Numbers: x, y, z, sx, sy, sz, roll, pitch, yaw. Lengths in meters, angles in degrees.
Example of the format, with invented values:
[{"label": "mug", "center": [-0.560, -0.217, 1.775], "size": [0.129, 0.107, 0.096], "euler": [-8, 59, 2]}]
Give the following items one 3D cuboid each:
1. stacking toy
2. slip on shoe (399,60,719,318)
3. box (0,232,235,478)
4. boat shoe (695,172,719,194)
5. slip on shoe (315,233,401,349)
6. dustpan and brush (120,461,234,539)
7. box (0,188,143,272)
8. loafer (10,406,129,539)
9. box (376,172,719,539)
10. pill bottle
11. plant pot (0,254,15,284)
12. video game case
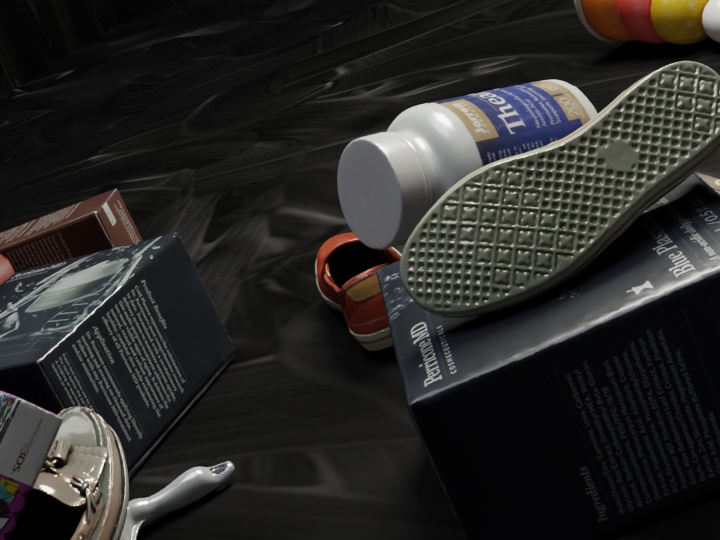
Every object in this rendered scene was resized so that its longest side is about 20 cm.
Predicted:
[{"label": "stacking toy", "center": [0.322, -0.272, 1.337], "size": [0.145, 0.147, 0.200], "euler": [-29, 39, -12]}, {"label": "slip on shoe", "center": [0.110, -0.037, 0.705], "size": [0.199, 0.074, 0.061], "euler": [-34, -13, -7]}, {"label": "box", "center": [-0.241, 0.083, 1.054], "size": [0.198, 0.125, 0.197], "euler": [-12, 22, 32]}, {"label": "boat shoe", "center": [0.209, -0.041, 0.920], "size": [0.059, 0.073, 0.200], "euler": [-24, 22, -18]}, {"label": "slip on shoe", "center": [0.000, 0.000, 1.048], "size": [0.073, 0.062, 0.200], "euler": [-27, 19, -1]}, {"label": "dustpan and brush", "center": [-0.177, 0.170, 0.879], "size": [0.199, 0.058, 0.140], "euler": [-34, 33, -6]}, {"label": "box", "center": [-0.327, -0.001, 1.392], "size": [0.198, 0.101, 0.075], "euler": [-17, 21, 19]}, {"label": "loafer", "center": [-0.186, 0.157, 0.795], "size": [0.071, 0.063, 0.202], "euler": [-7, 46, 11]}, {"label": "box", "center": [0.125, 0.042, 0.741], "size": [0.198, 0.118, 0.197], "euler": [-24, 20, 4]}, {"label": "pill bottle", "center": [0.085, -0.078, 1.017], "size": [0.198, 0.113, 0.110], "euler": [-16, 13, -33]}, {"label": "plant pot", "center": [-0.440, 0.052, 1.285], "size": [0.199, 0.203, 0.195], "euler": [-15, 13, 24]}, {"label": "video game case", "center": [-0.258, 0.159, 0.818], "size": [0.199, 0.036, 0.183], "euler": [-2, 63, 63]}]
